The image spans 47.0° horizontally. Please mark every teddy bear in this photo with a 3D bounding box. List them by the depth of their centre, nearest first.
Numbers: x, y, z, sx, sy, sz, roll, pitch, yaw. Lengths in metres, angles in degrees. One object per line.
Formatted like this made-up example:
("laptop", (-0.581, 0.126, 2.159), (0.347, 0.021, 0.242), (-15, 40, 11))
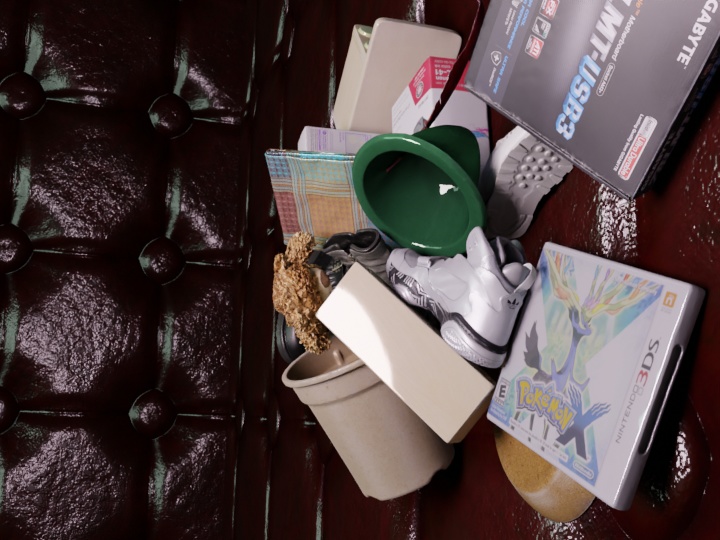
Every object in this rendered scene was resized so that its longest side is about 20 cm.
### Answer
("teddy bear", (-0.061, 0.031, 1.034), (0.201, 0.065, 0.148), (81, -171, -64))

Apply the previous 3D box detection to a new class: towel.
("towel", (-0.019, -0.079, 1.024), (0.022, 0.195, 0.149), (-57, -34, -47))

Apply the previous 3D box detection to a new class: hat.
("hat", (0.104, -0.140, 0.924), (0.177, 0.165, 0.200), (-55, 8, -31))

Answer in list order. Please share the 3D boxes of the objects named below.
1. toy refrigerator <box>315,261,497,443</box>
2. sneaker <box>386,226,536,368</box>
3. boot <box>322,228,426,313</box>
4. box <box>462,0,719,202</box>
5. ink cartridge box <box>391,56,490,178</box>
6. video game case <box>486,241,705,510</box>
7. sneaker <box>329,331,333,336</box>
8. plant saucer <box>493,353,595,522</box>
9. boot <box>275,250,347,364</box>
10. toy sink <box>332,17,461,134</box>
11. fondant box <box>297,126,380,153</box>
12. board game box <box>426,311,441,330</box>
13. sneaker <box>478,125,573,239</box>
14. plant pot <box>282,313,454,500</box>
("toy refrigerator", (0.052, 0.087, 0.887), (0.199, 0.070, 0.076), (41, 95, 21))
("sneaker", (0.106, 0.002, 0.864), (0.200, 0.074, 0.117), (47, 116, 49))
("boot", (0.000, 0.000, 1.037), (0.198, 0.130, 0.069), (-13, 42, 55))
("box", (0.196, -0.196, 0.684), (0.198, 0.049, 0.203), (42, 134, 27))
("ink cartridge box", (0.102, -0.147, 1.067), (0.148, 0.084, 0.205), (138, 135, -65))
("video game case", (0.196, 0.081, 0.732), (0.199, 0.022, 0.186), (28, 101, 66))
("sneaker", (-0.016, 0.136, 1.231), (0.201, 0.112, 0.077), (-73, -25, -68))
("plant saucer", (0.180, 0.146, 0.832), (0.200, 0.035, 0.206), (-176, 90, -73))
("boot", (-0.029, 0.038, 1.201), (0.156, 0.079, 0.215), (-3, 58, 45))
("toy sink", (0.047, -0.280, 1.197), (0.113, 0.127, 0.203), (-106, 26, -48))
("fondant box", (0.013, -0.114, 1.152), (0.058, 0.195, 0.148), (131, 140, -66))
("board game box", (0.087, 0.068, 1.143), (0.200, 0.034, 0.130), (158, 114, -70))
("sneaker", (0.169, -0.119, 0.874), (0.201, 0.075, 0.082), (120, 157, -52))
("plant pot", (0.027, 0.173, 1.040), (0.187, 0.197, 0.200), (65, 164, -8))
